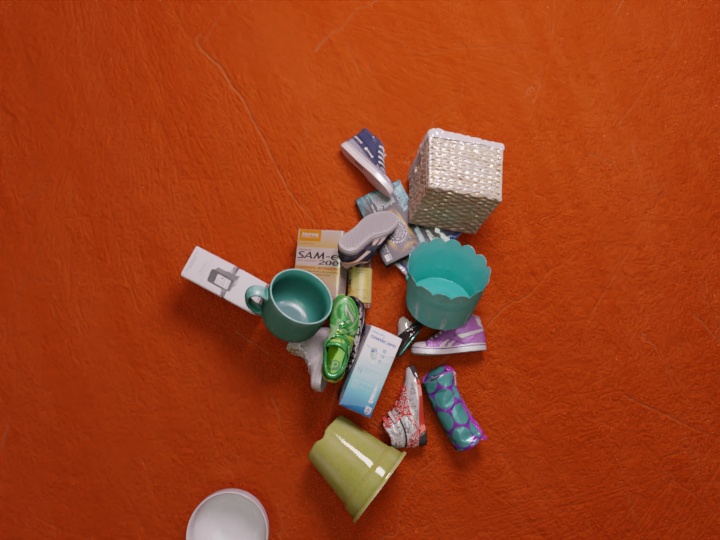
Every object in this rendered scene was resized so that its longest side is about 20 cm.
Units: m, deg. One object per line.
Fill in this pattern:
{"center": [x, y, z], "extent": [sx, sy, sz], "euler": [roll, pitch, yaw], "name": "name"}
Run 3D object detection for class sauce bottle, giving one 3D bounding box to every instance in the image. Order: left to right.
{"center": [0.000, 0.000, 1.373], "extent": [0.065, 0.066, 0.203], "euler": [2, 82, -1], "name": "sauce bottle"}

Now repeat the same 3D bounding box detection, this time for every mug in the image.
{"center": [-0.168, 0.081, 1.241], "extent": [0.184, 0.115, 0.152], "euler": [36, 44, 1], "name": "mug"}

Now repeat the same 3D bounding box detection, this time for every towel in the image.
{"center": [0.156, -0.085, 1.404], "extent": [0.200, 0.024, 0.147], "euler": [-43, 88, -5], "name": "towel"}

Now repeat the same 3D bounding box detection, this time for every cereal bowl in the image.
{"center": [-0.318, 0.632, 1.294], "extent": [0.197, 0.083, 0.203], "euler": [0, 84, -2], "name": "cereal bowl"}

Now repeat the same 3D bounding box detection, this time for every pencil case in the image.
{"center": [0.233, 0.345, 1.333], "extent": [0.092, 0.085, 0.202], "euler": [-28, 86, 25], "name": "pencil case"}

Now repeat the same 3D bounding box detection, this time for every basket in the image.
{"center": [0.227, -0.212, 1.304], "extent": [0.197, 0.199, 0.163], "euler": [10, 65, -7], "name": "basket"}

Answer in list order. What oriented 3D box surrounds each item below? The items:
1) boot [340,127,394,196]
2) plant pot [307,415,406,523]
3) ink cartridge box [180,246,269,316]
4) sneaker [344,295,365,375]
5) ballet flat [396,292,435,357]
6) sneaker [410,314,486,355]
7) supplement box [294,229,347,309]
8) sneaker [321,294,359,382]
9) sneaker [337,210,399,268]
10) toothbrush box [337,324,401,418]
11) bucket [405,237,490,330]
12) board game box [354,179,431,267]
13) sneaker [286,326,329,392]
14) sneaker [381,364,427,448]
{"center": [0.041, -0.288, 1.384], "extent": [0.090, 0.073, 0.200], "euler": [-40, 74, -8], "name": "boot"}
{"center": [-0.021, 0.460, 1.279], "extent": [0.184, 0.200, 0.201], "euler": [37, 85, 14], "name": "plant pot"}
{"center": [-0.323, 0.030, 1.320], "extent": [0.198, 0.145, 0.084], "euler": [28, 84, 2], "name": "ink cartridge box"}
{"center": [-0.024, 0.162, 1.300], "extent": [0.066, 0.090, 0.203], "euler": [12, 92, 20], "name": "sneaker"}
{"center": [0.142, 0.133, 1.367], "extent": [0.200, 0.068, 0.068], "euler": [-43, 77, -15], "name": "ballet flat"}
{"center": [0.220, 0.159, 1.364], "extent": [0.198, 0.073, 0.116], "euler": [-5, 81, -12], "name": "sneaker"}
{"center": [-0.100, 0.001, 1.351], "extent": [0.124, 0.073, 0.203], "euler": [3, 84, 15], "name": "supplement box"}
{"center": [-0.043, 0.155, 1.204], "extent": [0.073, 0.084, 0.203], "euler": [9, 80, -3], "name": "sneaker"}
{"center": [0.017, -0.077, 1.322], "extent": [0.078, 0.080, 0.199], "euler": [37, 53, 27], "name": "sneaker"}
{"center": [0.019, 0.241, 1.307], "extent": [0.084, 0.146, 0.202], "euler": [24, 85, -2], "name": "toothbrush box"}
{"center": [0.205, 0.035, 1.300], "extent": [0.204, 0.136, 0.209], "euler": [3, 46, -3], "name": "bucket"}
{"center": [0.085, -0.124, 1.381], "extent": [0.134, 0.028, 0.202], "euler": [-24, 73, -1], "name": "board game box"}
{"center": [-0.130, 0.215, 1.305], "extent": [0.114, 0.201, 0.074], "euler": [3, 125, 3], "name": "sneaker"}
{"center": [0.103, 0.348, 1.339], "extent": [0.106, 0.067, 0.204], "euler": [-7, 87, -4], "name": "sneaker"}
